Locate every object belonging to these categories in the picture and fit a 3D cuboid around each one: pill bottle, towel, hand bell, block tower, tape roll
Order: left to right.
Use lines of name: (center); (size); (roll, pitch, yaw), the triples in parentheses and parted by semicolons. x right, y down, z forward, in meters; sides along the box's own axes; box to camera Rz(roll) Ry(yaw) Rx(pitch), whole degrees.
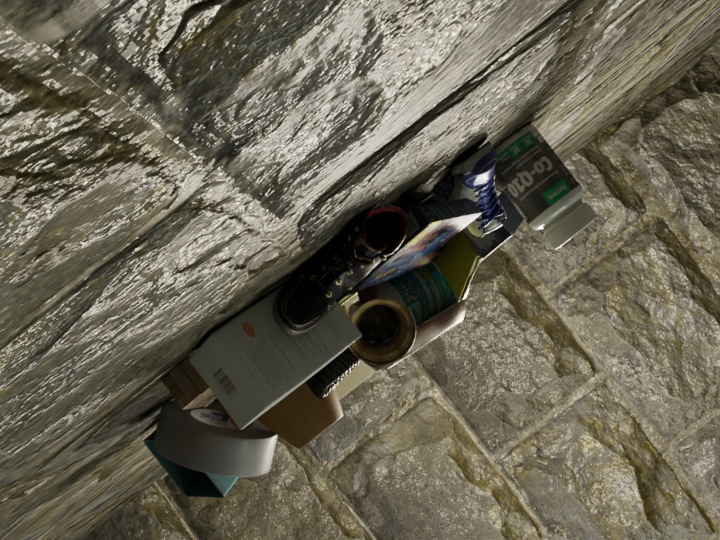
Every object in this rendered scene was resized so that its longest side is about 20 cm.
block tower: (-0.241, 0.166, 1.547); (0.054, 0.058, 0.200); (-37, 173, -4)
tape roll: (-0.239, 0.275, 1.739); (0.200, 0.198, 0.067); (-15, 119, -77)
hand bell: (0.018, 0.057, 1.616); (0.104, 0.104, 0.200); (-38, -160, 6)
pill bottle: (0.078, 0.043, 1.762); (0.199, 0.111, 0.111); (-30, 172, -26)
towel: (0.143, -0.040, 1.699); (0.018, 0.200, 0.087); (6, 120, -23)
pill bottle: (0.315, -0.144, 1.827); (0.113, 0.201, 0.113); (-37, 175, -4)

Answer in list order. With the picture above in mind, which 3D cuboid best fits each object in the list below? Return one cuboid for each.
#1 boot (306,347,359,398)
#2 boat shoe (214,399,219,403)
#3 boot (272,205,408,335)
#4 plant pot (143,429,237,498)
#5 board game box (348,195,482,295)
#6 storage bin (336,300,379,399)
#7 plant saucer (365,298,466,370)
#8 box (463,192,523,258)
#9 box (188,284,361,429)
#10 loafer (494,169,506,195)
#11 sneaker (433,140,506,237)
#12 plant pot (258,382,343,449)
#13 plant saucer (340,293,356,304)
boot: (-0.112, 0.135, 1.569); (0.210, 0.158, 0.079); (-34, 174, -32)
boat shoe: (-0.203, 0.180, 1.906); (0.199, 0.072, 0.076); (-36, -169, -3)
boot: (-0.025, -0.004, 1.419); (0.200, 0.073, 0.150); (-38, 178, -44)
plant pot: (-0.270, 0.301, 1.970); (0.141, 0.142, 0.200); (-13, -152, 49)
board game box: (0.081, -0.052, 1.616); (0.200, 0.062, 0.199); (-40, 165, 34)
storage bin: (-0.081, 0.157, 1.923); (0.200, 0.094, 0.199); (-39, -148, 15)
plant saucer: (0.098, 0.112, 1.743); (0.199, 0.032, 0.200); (-33, 174, -4)
box: (0.226, -0.096, 2.012); (0.182, 0.104, 0.200); (-43, -176, 37)
box: (-0.117, 0.107, 1.466); (0.199, 0.125, 0.097); (-34, 175, -38)
loafer: (0.187, -0.113, 1.825); (0.200, 0.071, 0.073); (-46, -162, 57)
sneaker: (0.191, -0.121, 1.653); (0.080, 0.115, 0.199); (-37, 175, -15)
plant pot: (-0.124, 0.186, 1.724); (0.186, 0.201, 0.186); (-36, 174, -4)
plant saucer: (0.000, 0.000, 1.784); (0.199, 0.048, 0.200); (-36, 175, -18)
